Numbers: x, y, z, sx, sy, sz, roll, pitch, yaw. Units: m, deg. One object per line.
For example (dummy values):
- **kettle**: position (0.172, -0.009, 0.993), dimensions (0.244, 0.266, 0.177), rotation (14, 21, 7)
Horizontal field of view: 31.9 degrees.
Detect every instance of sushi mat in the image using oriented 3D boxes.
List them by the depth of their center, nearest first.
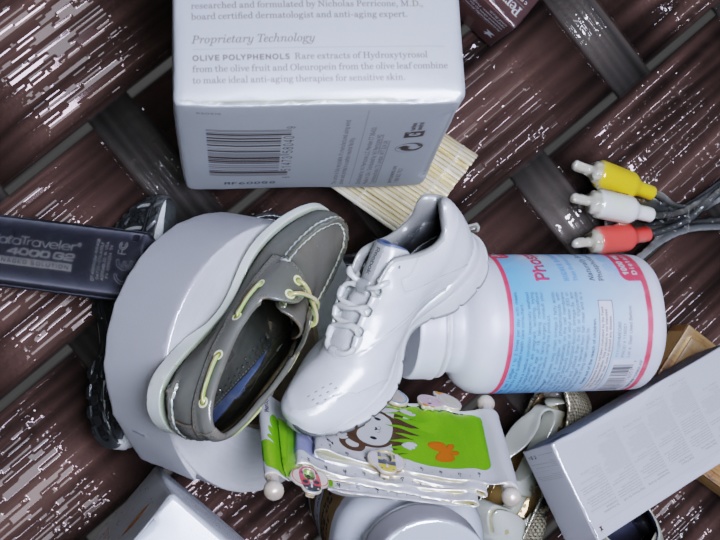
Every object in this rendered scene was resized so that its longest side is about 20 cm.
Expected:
- **sushi mat**: position (-0.011, -0.115, 1.027), dimensions (0.200, 0.012, 0.096), rotation (35, 80, 3)

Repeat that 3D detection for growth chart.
- **growth chart**: position (0.018, 0.120, 0.891), dimensions (0.199, 0.145, 0.018), rotation (6, 118, -17)

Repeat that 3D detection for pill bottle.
- **pill bottle**: position (0.029, 0.193, 0.935), dimensions (0.114, 0.200, 0.115), rotation (-2, 99, -10)
- **pill bottle**: position (0.129, 0.041, 0.988), dimensions (0.199, 0.109, 0.109), rotation (0, 87, -16)

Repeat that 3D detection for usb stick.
- **usb stick**: position (-0.246, -0.012, 0.943), dimensions (0.199, 0.033, 0.056), rotation (7, 78, 13)

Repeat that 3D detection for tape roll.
- **tape roll**: position (-0.091, 0.060, 0.938), dimensions (0.202, 0.071, 0.203), rotation (-14, 110, -46)

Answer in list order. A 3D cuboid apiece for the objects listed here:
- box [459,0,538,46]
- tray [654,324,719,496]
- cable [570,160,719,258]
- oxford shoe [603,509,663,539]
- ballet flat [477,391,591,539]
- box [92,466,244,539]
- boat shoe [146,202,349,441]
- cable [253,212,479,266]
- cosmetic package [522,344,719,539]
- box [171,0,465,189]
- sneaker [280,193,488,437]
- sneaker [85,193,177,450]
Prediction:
- **box**: position (0.143, -0.300, 1.063), dimensions (0.100, 0.075, 0.200), rotation (40, 81, -8)
- **tray**: position (0.330, 0.145, 1.097), dimensions (0.200, 0.037, 0.099), rotation (36, 80, -7)
- **cable**: position (0.267, -0.042, 1.079), dimensions (0.199, 0.050, 0.098), rotation (1, 92, -12)
- **oxford shoe**: position (0.226, 0.245, 1.048), dimensions (0.071, 0.074, 0.200), rotation (-31, 94, -12)
- **ballet flat**: position (0.126, 0.176, 1.029), dimensions (0.075, 0.068, 0.201), rotation (39, 74, -52)
- **box**: position (-0.151, 0.239, 0.901), dimensions (0.106, 0.200, 0.152), rotation (42, 80, -7)
- **boat shoe**: position (-0.062, 0.035, 0.865), dimensions (0.202, 0.060, 0.072), rotation (-53, 133, -26)
- **cable**: position (0.000, 0.000, 1.041), dimensions (0.199, 0.050, 0.098), rotation (5, 103, 0)
- **cosmetic package**: position (0.231, 0.136, 1.006), dimensions (0.200, 0.051, 0.083), rotation (-23, 84, -28)
- **box**: position (-0.038, -0.168, 0.928), dimensions (0.199, 0.199, 0.172), rotation (-2, 77, -6)
- **sneaker**: position (0.008, 0.026, 0.878), dimensions (0.200, 0.074, 0.087), rotation (-52, 143, -20)
- **sneaker**: position (-0.163, 0.040, 0.984), dimensions (0.079, 0.074, 0.201), rotation (11, 78, -41)
